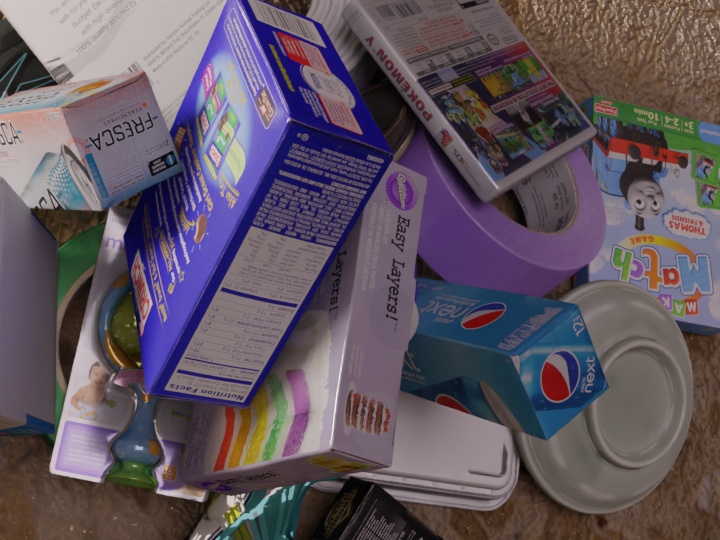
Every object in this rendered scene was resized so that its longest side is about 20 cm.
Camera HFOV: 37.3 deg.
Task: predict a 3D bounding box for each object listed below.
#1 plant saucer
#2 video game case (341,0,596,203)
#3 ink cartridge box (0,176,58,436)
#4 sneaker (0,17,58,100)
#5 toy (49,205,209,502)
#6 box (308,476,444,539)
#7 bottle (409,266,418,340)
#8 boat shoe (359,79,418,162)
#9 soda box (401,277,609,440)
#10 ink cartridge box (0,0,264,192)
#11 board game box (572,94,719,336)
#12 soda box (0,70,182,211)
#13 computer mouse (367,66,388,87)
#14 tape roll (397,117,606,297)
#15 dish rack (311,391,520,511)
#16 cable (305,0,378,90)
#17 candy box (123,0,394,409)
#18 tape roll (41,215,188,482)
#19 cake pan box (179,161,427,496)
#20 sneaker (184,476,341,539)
[{"bbox_3d":[0.221,0.109,0.902,0.198,0.050,0.203,-1,91,-29],"label":"plant saucer"},{"bbox_3d":[0.095,-0.156,0.864,0.183,0.023,0.199,53,38,5],"label":"video game case"},{"bbox_3d":[-0.311,0.033,0.685,0.197,0.147,0.146,-2,77,-2],"label":"ink cartridge box"},{"bbox_3d":[-0.292,-0.114,0.793,0.200,0.075,0.079,-43,95,-23],"label":"sneaker"},{"bbox_3d":[-0.143,0.055,0.766,0.114,0.047,0.202,14,73,-17],"label":"toy"},{"bbox_3d":[0.017,0.294,0.795,0.198,0.050,0.201,42,68,-21],"label":"box"},{"bbox_3d":[0.000,0.000,0.798,0.083,0.200,0.065,-39,112,4],"label":"bottle"},{"bbox_3d":[-0.047,-0.087,0.822,0.199,0.073,0.075,-32,54,9],"label":"boat shoe"},{"bbox_3d":[0.079,0.057,0.762,0.064,0.199,0.068,-34,111,-23],"label":"soda box"},{"bbox_3d":[-0.152,-0.180,0.766,0.146,0.086,0.201,-38,91,10],"label":"ink cartridge box"},{"bbox_3d":[0.272,-0.050,0.995,0.150,0.037,0.202,9,75,-17],"label":"board game box"},{"bbox_3d":[-0.201,-0.083,0.706,0.063,0.199,0.069,-32,113,-33],"label":"soda box"},{"bbox_3d":[-0.013,-0.162,0.922,0.110,0.044,0.200,46,73,1],"label":"computer mouse"},{"bbox_3d":[0.111,-0.073,0.887,0.199,0.066,0.202,22,48,-27],"label":"tape roll"},{"bbox_3d":[0.051,0.102,0.878,0.198,0.044,0.174,11,73,-18],"label":"dish rack"},{"bbox_3d":[-0.077,-0.213,0.867,0.197,0.069,0.202,-5,71,-7],"label":"cable"},{"bbox_3d":[-0.076,-0.043,0.669,0.076,0.201,0.170,16,30,-29],"label":"candy box"},{"bbox_3d":[-0.159,0.060,0.811,0.198,0.048,0.203,5,75,-19],"label":"tape roll"},{"bbox_3d":[-0.039,0.038,0.698,0.052,0.183,0.202,24,64,-33],"label":"cake pan box"},{"bbox_3d":[-0.083,0.199,0.768,0.079,0.078,0.201,34,85,3],"label":"sneaker"}]
